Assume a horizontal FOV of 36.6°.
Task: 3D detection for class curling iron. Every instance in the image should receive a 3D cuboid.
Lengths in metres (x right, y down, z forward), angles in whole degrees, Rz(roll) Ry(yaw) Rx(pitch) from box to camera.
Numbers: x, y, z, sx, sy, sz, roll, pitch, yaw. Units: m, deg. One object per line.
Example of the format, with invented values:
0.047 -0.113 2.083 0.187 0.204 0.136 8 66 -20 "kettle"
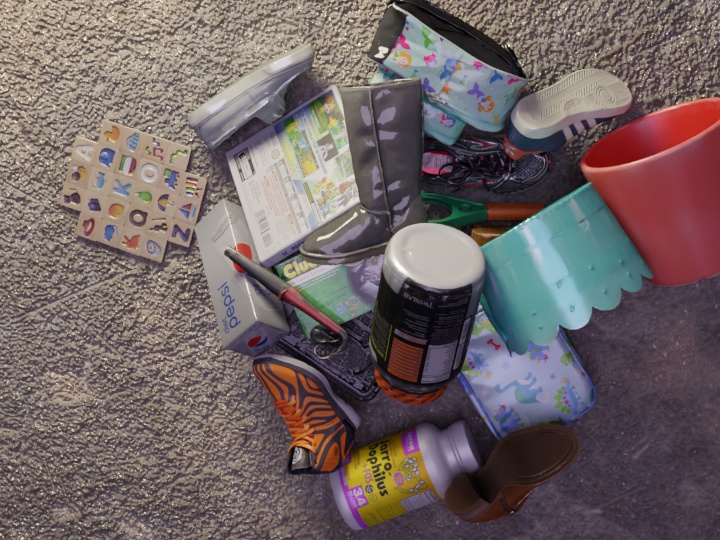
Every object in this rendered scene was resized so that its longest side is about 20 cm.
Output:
-0.095 0.039 1.366 0.199 0.026 0.050 42 98 1 "curling iron"

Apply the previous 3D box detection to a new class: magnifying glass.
0.146 -0.077 1.444 0.196 0.080 0.023 -1 123 -3 "magnifying glass"

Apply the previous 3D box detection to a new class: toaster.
-0.001 0.055 1.452 0.198 0.119 0.182 32 102 1 "toaster"

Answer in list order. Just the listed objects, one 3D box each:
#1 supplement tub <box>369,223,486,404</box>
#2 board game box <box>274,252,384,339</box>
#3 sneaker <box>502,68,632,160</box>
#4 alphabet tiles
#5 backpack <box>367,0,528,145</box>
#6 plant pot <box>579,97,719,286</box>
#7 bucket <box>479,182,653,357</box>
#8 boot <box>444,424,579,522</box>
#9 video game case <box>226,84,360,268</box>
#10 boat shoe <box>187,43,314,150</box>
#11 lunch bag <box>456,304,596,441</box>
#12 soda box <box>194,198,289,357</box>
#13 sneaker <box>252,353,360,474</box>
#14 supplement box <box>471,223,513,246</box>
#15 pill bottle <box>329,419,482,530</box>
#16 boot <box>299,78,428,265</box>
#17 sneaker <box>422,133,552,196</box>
0.075 0.056 1.293 0.120 0.123 0.202 14 131 4 "supplement tub"
0.000 0.000 1.372 0.197 0.023 0.106 -24 96 10 "board game box"
0.259 -0.194 1.387 0.197 0.085 0.076 -18 63 -29 "sneaker"
-0.318 -0.110 1.521 0.197 0.006 0.169 18 101 4 "alphabet tiles"
0.107 -0.247 1.361 0.197 0.178 0.153 23 108 -2 "backpack"
0.394 -0.092 1.356 0.197 0.201 0.180 -22 106 10 "plant pot"
0.233 -0.003 1.310 0.205 0.207 0.136 -30 88 10 "bucket"
0.216 0.278 1.444 0.199 0.155 0.077 -38 61 11 "boot"
-0.077 -0.126 1.419 0.180 0.022 0.202 -30 53 11 "video game case"
-0.136 -0.229 1.454 0.199 0.070 0.072 -29 105 15 "boat shoe"
0.208 0.125 1.457 0.159 0.082 0.202 -32 94 10 "lunch bag"
-0.158 0.009 1.430 0.068 0.063 0.202 -37 53 27 "soda box"
-0.077 0.199 1.421 0.077 0.113 0.200 -13 135 42 "sneaker"
0.242 -0.022 1.438 0.196 0.067 0.070 1 99 6 "supplement box"
0.063 0.274 1.488 0.197 0.104 0.106 -23 96 9 "pill bottle"
-0.001 -0.118 1.292 0.178 0.073 0.203 -13 114 -4 "boot"
0.152 -0.136 1.426 0.196 0.075 0.082 -2 99 6 "sneaker"
